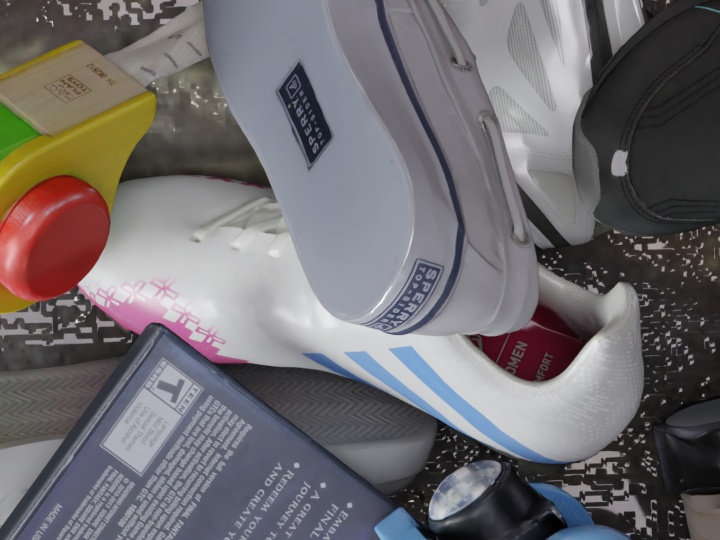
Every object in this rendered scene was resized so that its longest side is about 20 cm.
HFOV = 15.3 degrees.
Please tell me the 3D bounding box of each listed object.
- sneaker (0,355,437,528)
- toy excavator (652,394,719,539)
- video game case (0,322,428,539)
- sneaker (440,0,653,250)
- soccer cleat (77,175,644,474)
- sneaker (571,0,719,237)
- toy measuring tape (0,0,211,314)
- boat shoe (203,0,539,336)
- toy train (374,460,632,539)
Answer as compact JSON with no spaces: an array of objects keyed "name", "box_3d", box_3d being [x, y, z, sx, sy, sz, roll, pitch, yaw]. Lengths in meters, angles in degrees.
[{"name":"sneaker","box_3d":[-0.075,0.093,0.911,0.199,0.074,0.116,-3,116,-12]},{"name":"toy excavator","box_3d":[0.224,0.064,0.899,0.194,0.200,0.100,-10,99,41]},{"name":"video game case","box_3d":[-0.031,0.132,0.861,0.200,0.019,0.143,38,82,-18]},{"name":"sneaker","box_3d":[0.031,-0.097,0.884,0.115,0.076,0.201,-18,98,-1]},{"name":"soccer cleat","box_3d":[0.000,0.000,0.873,0.199,0.087,0.070,18,55,6]},{"name":"sneaker","box_3d":[0.159,-0.059,0.855,0.199,0.079,0.076,-19,108,-24]},{"name":"toy measuring tape","box_3d":[-0.087,-0.037,0.872,0.200,0.073,0.074,-30,97,-36]},{"name":"boat shoe","box_3d":[0.003,-0.057,0.836,0.065,0.201,0.074,14,136,-35]},{"name":"toy train","box_3d":[0.063,0.158,0.843,0.114,0.087,0.200,-36,105,-7]}]
